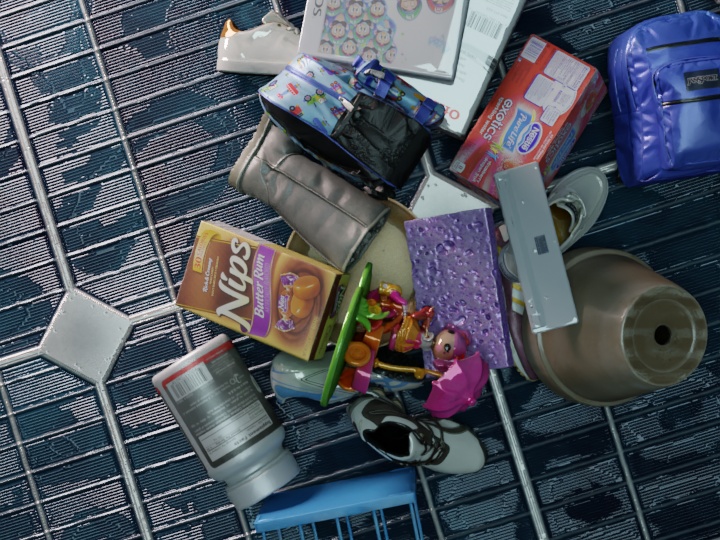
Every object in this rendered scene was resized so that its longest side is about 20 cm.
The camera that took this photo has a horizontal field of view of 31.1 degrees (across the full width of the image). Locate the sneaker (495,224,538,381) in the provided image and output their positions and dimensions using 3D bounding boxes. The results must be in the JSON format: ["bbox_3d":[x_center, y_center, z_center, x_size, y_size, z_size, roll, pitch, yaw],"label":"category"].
[{"bbox_3d":[0.213,0.038,1.637,0.090,0.075,0.201,-17,91,7],"label":"sneaker"}]

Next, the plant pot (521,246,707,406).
[{"bbox_3d":[0.319,0.071,1.554,0.199,0.173,0.202,0,91,-18],"label":"plant pot"}]

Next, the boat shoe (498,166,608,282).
[{"bbox_3d":[0.250,-0.065,1.600,0.200,0.070,0.071,-41,91,-26],"label":"boat shoe"}]

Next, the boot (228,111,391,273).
[{"bbox_3d":[-0.047,-0.121,1.622,0.199,0.072,0.183,32,97,23],"label":"boot"}]

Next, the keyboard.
[{"bbox_3d":[0.207,-0.028,1.535,0.056,0.011,0.201,-14,78,7],"label":"keyboard"}]

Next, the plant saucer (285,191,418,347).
[{"bbox_3d":[0.000,0.000,1.666,0.199,0.035,0.202,0,91,2],"label":"plant saucer"}]

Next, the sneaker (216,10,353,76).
[{"bbox_3d":[-0.084,-0.287,1.646,0.198,0.073,0.085,5,94,4],"label":"sneaker"}]

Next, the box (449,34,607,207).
[{"bbox_3d":[0.210,-0.176,1.611,0.099,0.095,0.201,32,92,22],"label":"box"}]

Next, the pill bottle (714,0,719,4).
[{"bbox_3d":[0.456,-0.442,1.601,0.106,0.106,0.201,-21,89,3],"label":"pill bottle"}]

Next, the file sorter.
[{"bbox_3d":[-0.017,0.337,1.625,0.199,0.139,0.124,-12,94,3],"label":"file sorter"}]

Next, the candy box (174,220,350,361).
[{"bbox_3d":[-0.125,0.024,1.634,0.199,0.056,0.117,21,98,20],"label":"candy box"}]

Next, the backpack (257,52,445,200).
[{"bbox_3d":[-0.015,-0.185,1.518,0.199,0.183,0.135,34,94,3],"label":"backpack"}]

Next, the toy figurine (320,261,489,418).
[{"bbox_3d":[0.067,0.099,1.565,0.183,0.151,0.201,17,50,2],"label":"toy figurine"}]

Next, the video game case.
[{"bbox_3d":[0.035,-0.337,1.585,0.199,0.024,0.183,11,90,10],"label":"video game case"}]

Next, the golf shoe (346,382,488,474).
[{"bbox_3d":[0.073,0.221,1.620,0.199,0.095,0.078,24,112,-15],"label":"golf shoe"}]

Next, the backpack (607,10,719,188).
[{"bbox_3d":[0.397,-0.215,1.579,0.161,0.168,0.202,-8,89,-9],"label":"backpack"}]

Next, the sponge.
[{"bbox_3d":[0.122,0.029,1.611,0.111,0.030,0.202,-8,90,23],"label":"sponge"}]

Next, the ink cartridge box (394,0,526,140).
[{"bbox_3d":[0.106,-0.285,1.630,0.146,0.086,0.201,25,93,3],"label":"ink cartridge box"}]

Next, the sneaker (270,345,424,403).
[{"bbox_3d":[-0.016,0.138,1.661,0.198,0.072,0.073,1,123,-3],"label":"sneaker"}]

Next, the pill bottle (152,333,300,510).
[{"bbox_3d":[-0.167,0.193,1.639,0.113,0.114,0.201,-31,90,3],"label":"pill bottle"}]
